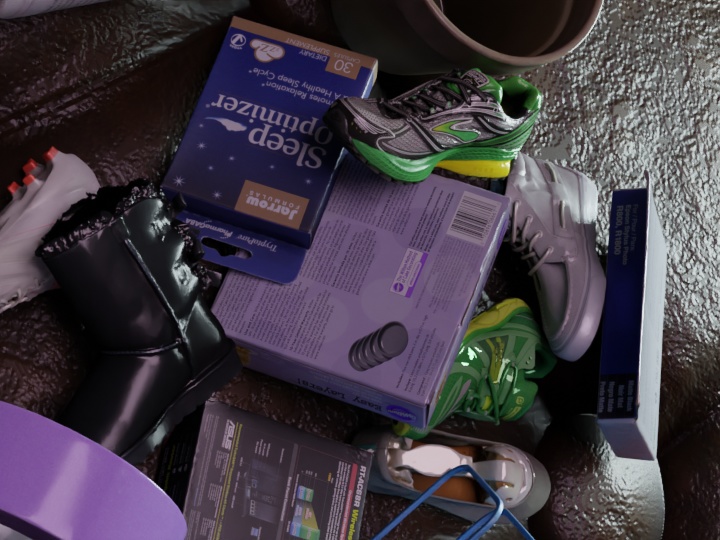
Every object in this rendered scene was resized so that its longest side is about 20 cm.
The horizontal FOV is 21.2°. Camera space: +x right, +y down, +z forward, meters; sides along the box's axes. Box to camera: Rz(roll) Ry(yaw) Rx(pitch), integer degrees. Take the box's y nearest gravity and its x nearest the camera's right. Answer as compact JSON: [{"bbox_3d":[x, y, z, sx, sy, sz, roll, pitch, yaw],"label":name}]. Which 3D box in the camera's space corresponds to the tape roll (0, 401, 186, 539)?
[{"bbox_3d":[-0.214,0.155,1.230,0.200,0.200,0.066,35,63,-22],"label":"tape roll"}]

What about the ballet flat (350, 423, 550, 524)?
[{"bbox_3d":[0.084,0.162,1.527,0.200,0.064,0.068,13,72,-30],"label":"ballet flat"}]

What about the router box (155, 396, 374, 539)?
[{"bbox_3d":[-0.081,0.208,1.409,0.150,0.062,0.201,21,68,-27],"label":"router box"}]

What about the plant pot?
[{"bbox_3d":[0.067,-0.236,1.545,0.200,0.173,0.201,9,73,-32],"label":"plant pot"}]

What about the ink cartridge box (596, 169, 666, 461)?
[{"bbox_3d":[0.223,0.041,1.587,0.040,0.200,0.200,2,72,13],"label":"ink cartridge box"}]

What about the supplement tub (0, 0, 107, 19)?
[{"bbox_3d":[-0.198,-0.261,1.405,0.200,0.132,0.132,-17,88,-36],"label":"supplement tub"}]

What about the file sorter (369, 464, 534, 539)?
[{"bbox_3d":[0.104,0.265,1.442,0.123,0.139,0.200,-40,105,-1],"label":"file sorter"}]

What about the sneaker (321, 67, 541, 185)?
[{"bbox_3d":[0.054,-0.120,1.450,0.200,0.085,0.078,-6,45,-43],"label":"sneaker"}]

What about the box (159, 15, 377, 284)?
[{"bbox_3d":[-0.073,-0.094,1.468,0.121,0.032,0.200,17,64,5],"label":"box"}]

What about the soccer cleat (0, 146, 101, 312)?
[{"bbox_3d":[-0.243,-0.001,1.354,0.078,0.069,0.200,47,55,-19],"label":"soccer cleat"}]

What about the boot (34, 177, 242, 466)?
[{"bbox_3d":[-0.176,0.042,1.339,0.198,0.073,0.163,-40,118,-34],"label":"boot"}]

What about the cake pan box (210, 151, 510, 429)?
[{"bbox_3d":[0.000,0.000,1.464,0.184,0.052,0.200,18,64,9],"label":"cake pan box"}]

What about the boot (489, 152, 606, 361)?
[{"bbox_3d":[0.144,-0.017,1.588,0.095,0.074,0.200,22,41,-18],"label":"boot"}]

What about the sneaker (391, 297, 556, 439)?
[{"bbox_3d":[0.097,0.084,1.518,0.084,0.074,0.200,47,40,9],"label":"sneaker"}]
